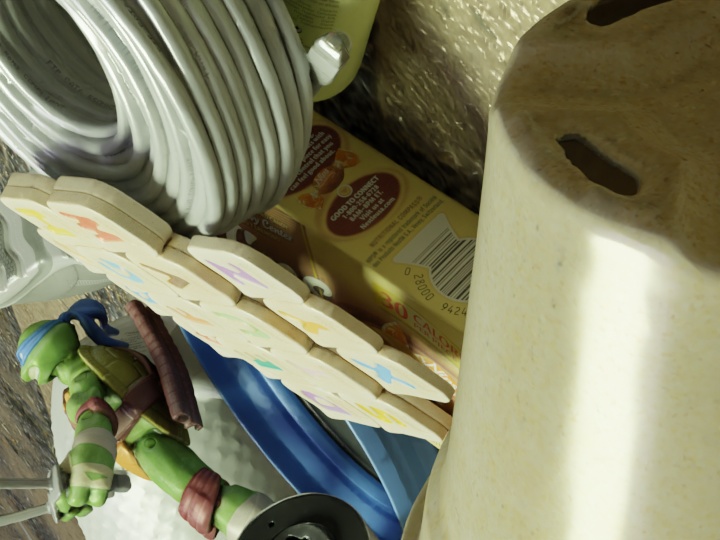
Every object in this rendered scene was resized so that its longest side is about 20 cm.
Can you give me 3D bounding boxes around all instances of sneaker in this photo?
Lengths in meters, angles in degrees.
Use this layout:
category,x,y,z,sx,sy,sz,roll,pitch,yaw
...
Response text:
category,x,y,z,sx,sy,sz,roll,pitch,yaw
sneaker,-0.135,-0.032,1.048,0.200,0.082,0.075,-17,81,42

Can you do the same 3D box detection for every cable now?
category,x,y,z,sx,sy,sz,roll,pitch,yaw
cable,-0.104,-0.096,0.780,0.200,0.069,0.200,41,153,11

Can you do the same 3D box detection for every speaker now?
category,x,y,z,sx,sy,sz,roll,pitch,yaw
speaker,0.003,0.197,1.045,0.081,0.081,0.200,36,165,39

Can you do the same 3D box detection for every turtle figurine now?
category,x,y,z,sx,sy,sz,roll,pitch,yaw
turtle figurine,-0.140,0.131,1.114,0.194,0.200,0.144,32,138,5

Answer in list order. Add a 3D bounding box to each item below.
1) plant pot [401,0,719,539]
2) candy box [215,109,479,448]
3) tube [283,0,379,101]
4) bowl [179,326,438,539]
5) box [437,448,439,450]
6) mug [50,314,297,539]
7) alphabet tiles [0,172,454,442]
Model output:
category,x,y,z,sx,sy,sz,roll,pitch,yaw
plant pot,0.105,0.025,0.547,0.200,0.200,0.184,36,144,39
candy box,0.000,0.000,0.882,0.200,0.055,0.116,35,154,28
tube,-0.009,-0.132,0.722,0.200,0.058,0.052,106,169,-63
bowl,-0.028,0.062,1.042,0.201,0.039,0.201,47,162,21
box,-0.025,0.019,1.053,0.200,0.021,0.163,51,162,3
mug,-0.097,0.117,1.238,0.200,0.148,0.176,-5,116,43
alphabet tiles,-0.055,0.018,0.830,0.200,0.015,0.195,35,166,-30
